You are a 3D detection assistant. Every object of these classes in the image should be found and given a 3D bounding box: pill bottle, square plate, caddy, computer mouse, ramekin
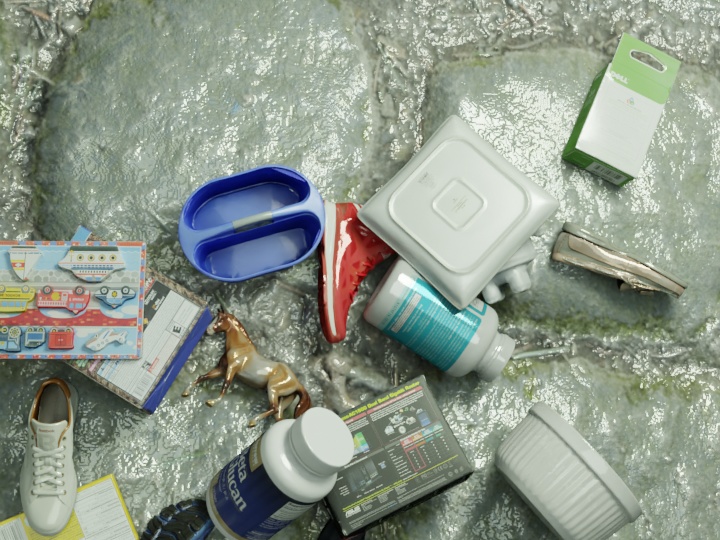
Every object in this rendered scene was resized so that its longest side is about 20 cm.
[{"bbox_3d":[0.112,0.072,1.516,0.199,0.111,0.111,33,77,-3],"label":"pill bottle"},{"bbox_3d":[-0.100,0.258,1.398,0.111,0.200,0.111,30,37,-25],"label":"pill bottle"},{"bbox_3d":[0.130,-0.084,1.476,0.198,0.028,0.200,42,83,13],"label":"square plate"},{"bbox_3d":[-0.147,-0.062,1.491,0.199,0.105,0.142,-17,86,-8],"label":"caddy"},{"bbox_3d":[-0.046,0.412,1.475,0.058,0.034,0.201,24,78,-6],"label":"computer mouse"},{"bbox_3d":[0.268,0.282,1.470,0.105,0.200,0.200,-41,89,-4],"label":"ramekin"}]

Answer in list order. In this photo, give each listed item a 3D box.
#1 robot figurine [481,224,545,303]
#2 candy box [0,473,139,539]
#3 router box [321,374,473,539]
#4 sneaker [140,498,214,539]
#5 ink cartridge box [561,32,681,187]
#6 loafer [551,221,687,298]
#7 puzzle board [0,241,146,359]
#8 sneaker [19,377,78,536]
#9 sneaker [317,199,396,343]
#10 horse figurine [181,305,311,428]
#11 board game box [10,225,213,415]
[{"bbox_3d":[0.173,-0.056,1.546,0.169,0.113,0.201,-22,85,13],"label":"robot figurine"},{"bbox_3d":[-0.396,0.351,1.429,0.199,0.026,0.103,-22,85,-12],"label":"candy box"},{"bbox_3d":[0.030,0.252,1.482,0.199,0.062,0.150,-23,71,-13],"label":"router box"},{"bbox_3d":[-0.256,0.382,1.431,0.075,0.079,0.200,22,59,35],"label":"sneaker"},{"bbox_3d":[0.388,-0.238,1.638,0.103,0.059,0.201,25,78,-5],"label":"ink cartridge box"},{"bbox_3d":[0.373,-0.002,1.601,0.199,0.072,0.063,28,94,2],"label":"loafer"},{"bbox_3d":[-0.372,0.036,1.385,0.199,0.017,0.152,0,77,-3],"label":"puzzle board"},{"bbox_3d":[-0.402,0.235,1.406,0.072,0.085,0.201,-1,74,-4],"label":"sneaker"},{"bbox_3d":[0.000,0.000,1.527,0.115,0.078,0.201,0,82,-8],"label":"sneaker"},{"bbox_3d":[-0.142,0.152,1.483,0.199,0.050,0.133,29,55,6],"label":"horse figurine"},{"bbox_3d":[-0.319,0.067,1.439,0.199,0.097,0.160,31,77,4],"label":"board game box"}]
